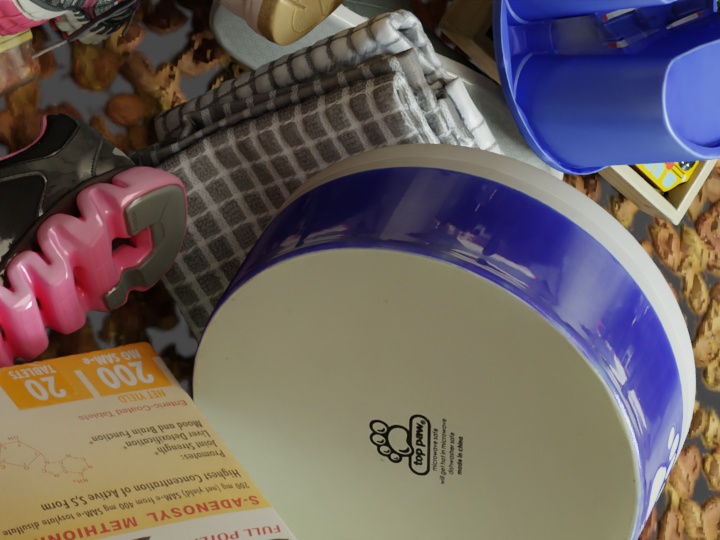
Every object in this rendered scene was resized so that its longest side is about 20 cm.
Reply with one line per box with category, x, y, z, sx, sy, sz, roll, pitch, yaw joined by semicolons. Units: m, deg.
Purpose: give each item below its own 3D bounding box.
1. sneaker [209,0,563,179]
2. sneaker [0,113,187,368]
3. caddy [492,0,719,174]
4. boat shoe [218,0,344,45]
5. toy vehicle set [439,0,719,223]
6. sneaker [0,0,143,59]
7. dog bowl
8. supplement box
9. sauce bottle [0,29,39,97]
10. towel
sneaker;0.020;-0.111;1.213;0.200;0.071;0.099;30;40;-23
sneaker;-0.173;0.001;1.070;0.200;0.079;0.095;-34;62;-22
caddy;0.137;-0.123;1.209;0.200;0.105;0.142;-20;107;-51
boat shoe;-0.016;-0.163;1.126;0.069;0.071;0.200;29;29;12
toy vehicle set;0.136;-0.124;1.309;0.200;0.026;0.125;36;82;-43
sneaker;-0.111;-0.140;1.085;0.200;0.074;0.081;-51;122;-75
dog bowl;0.034;0.052;1.053;0.200;0.200;0.079;58;36;-19
supplement box;-0.096;0.123;0.997;0.126;0.200;0.074;-9;134;-37
sauce bottle;-0.198;-0.163;1.065;0.066;0.066;0.201;-32;106;-38
towel;0.000;0.000;1.136;0.200;0.165;0.086;59;37;-18
